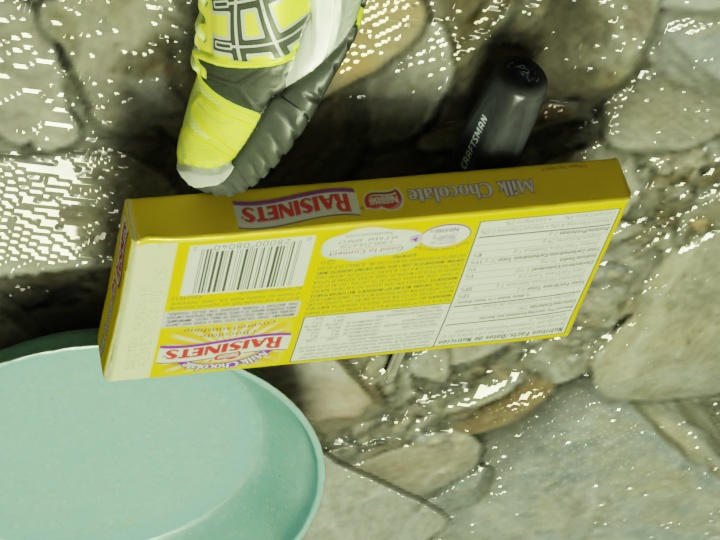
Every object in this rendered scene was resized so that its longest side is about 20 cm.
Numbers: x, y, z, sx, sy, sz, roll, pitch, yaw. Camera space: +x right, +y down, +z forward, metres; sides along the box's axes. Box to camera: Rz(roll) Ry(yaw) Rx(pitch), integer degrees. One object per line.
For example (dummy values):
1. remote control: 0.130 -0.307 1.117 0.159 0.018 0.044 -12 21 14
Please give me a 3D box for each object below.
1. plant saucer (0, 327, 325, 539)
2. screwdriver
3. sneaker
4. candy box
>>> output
1. plant saucer: -0.115 0.086 1.130 0.198 0.036 0.201 -6 138 -5
2. screwdriver: 0.033 -0.016 1.065 0.029 0.028 0.200 29 138 0
3. sneaker: -0.030 -0.111 0.918 0.076 0.076 0.201 24 128 -6
4. candy box: 0.000 0.000 1.026 0.198 0.027 0.102 -5 150 -16
